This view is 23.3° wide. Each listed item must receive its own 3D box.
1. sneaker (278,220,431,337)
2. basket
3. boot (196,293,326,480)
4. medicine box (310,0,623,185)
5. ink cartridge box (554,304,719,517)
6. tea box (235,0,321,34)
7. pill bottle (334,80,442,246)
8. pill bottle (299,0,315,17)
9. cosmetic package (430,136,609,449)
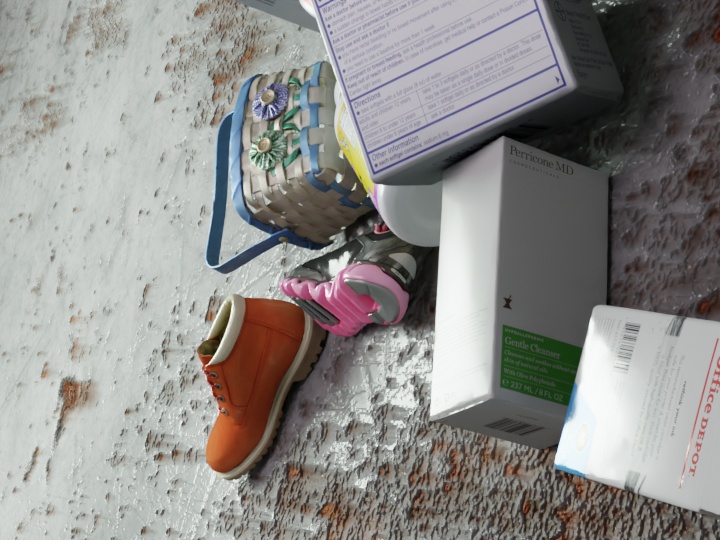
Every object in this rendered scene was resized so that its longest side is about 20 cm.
[{"bbox_3d":[0.000,0.000,1.567,0.199,0.079,0.096,-7,47,60],"label":"sneaker"},{"bbox_3d":[-0.073,-0.104,1.664,0.199,0.138,0.178,-28,52,42],"label":"basket"},{"bbox_3d":[-0.121,0.109,1.677,0.201,0.106,0.075,-64,31,20],"label":"boot"},{"bbox_3d":[0.073,-0.190,1.318,0.181,0.103,0.202,-23,81,28],"label":"medicine box"},{"bbox_3d":[0.215,0.092,1.101,0.200,0.067,0.117,9,84,63],"label":"ink cartridge box"},{"bbox_3d":[-0.044,-0.385,1.769,0.200,0.133,0.198,-53,33,33],"label":"tea box"},{"bbox_3d":[0.039,-0.112,1.500,0.105,0.103,0.200,-61,29,22],"label":"pill bottle"},{"bbox_3d":[0.019,-0.327,1.613,0.112,0.111,0.202,-121,44,-55],"label":"pill bottle"},{"bbox_3d":[0.117,0.018,1.283,0.085,0.107,0.202,-27,54,54],"label":"cosmetic package"}]
